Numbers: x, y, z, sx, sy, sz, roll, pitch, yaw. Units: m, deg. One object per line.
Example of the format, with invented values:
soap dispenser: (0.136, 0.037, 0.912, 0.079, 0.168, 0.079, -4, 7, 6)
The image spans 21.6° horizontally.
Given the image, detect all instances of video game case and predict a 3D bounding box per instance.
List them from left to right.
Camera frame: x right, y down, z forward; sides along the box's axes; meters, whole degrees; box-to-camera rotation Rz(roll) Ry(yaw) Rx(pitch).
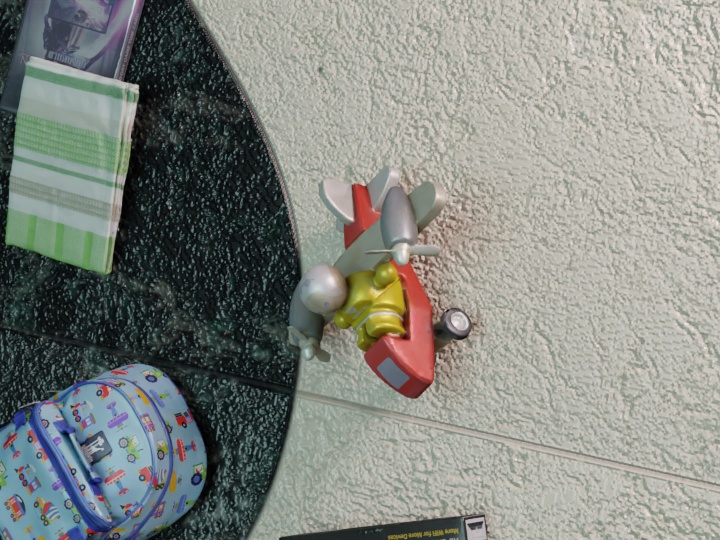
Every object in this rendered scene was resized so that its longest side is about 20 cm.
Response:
video game case: (-0.298, -0.248, 1.977, 0.142, 0.019, 0.202, 18, 95, 28)

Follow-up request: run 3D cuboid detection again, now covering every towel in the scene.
towel: (-0.299, -0.109, 1.953, 0.148, 0.031, 0.202, 17, 105, 31)

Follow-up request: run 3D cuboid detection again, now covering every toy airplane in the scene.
toy airplane: (0.000, 0.000, 1.727, 0.198, 0.140, 0.202, 23, 112, 47)

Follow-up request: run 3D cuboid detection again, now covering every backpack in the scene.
backpack: (-0.260, 0.193, 1.865, 0.199, 0.134, 0.184, -33, 73, 20)

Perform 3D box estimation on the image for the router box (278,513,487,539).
router box: (0.027, 0.314, 1.744, 0.198, 0.052, 0.159, -11, 82, 28)
